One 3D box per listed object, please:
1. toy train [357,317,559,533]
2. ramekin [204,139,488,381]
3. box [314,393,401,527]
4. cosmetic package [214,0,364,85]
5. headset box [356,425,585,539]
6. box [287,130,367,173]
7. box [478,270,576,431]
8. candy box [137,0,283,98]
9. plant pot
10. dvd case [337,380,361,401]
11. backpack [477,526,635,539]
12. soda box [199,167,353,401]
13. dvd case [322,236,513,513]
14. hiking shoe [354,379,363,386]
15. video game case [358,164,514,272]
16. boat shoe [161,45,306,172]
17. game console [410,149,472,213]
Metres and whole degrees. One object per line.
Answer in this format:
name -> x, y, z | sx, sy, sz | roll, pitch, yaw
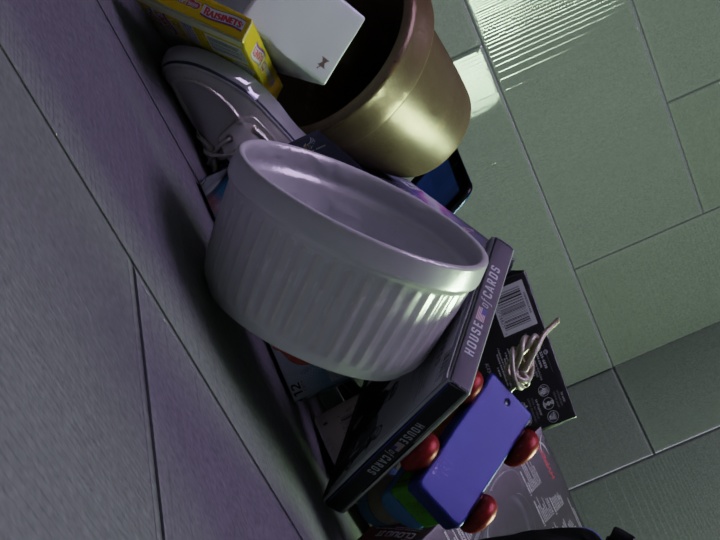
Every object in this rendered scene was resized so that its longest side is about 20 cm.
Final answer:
toy train -> 0.081, 0.122, 1.349 | 0.085, 0.116, 0.200 | 47, 55, -14
ramekin -> -0.018, -0.004, 1.229 | 0.200, 0.105, 0.200 | 23, 14, -6
box -> 0.034, 0.197, 1.481 | 0.200, 0.068, 0.082 | 62, 0, -43
cosmetic package -> -0.094, -0.230, 1.490 | 0.101, 0.071, 0.200 | 35, -5, -32
headset box -> 0.094, 0.242, 1.396 | 0.077, 0.200, 0.149 | -6, -64, 50
box -> 0.000, 0.000, 1.451 | 0.158, 0.051, 0.200 | 42, -27, 48
box -> 0.093, 0.087, 1.603 | 0.200, 0.124, 0.149 | 177, -107, -75
candy box -> -0.125, -0.194, 1.440 | 0.102, 0.026, 0.200 | 28, -6, 8
plant pot -> 0.013, -0.172, 1.591 | 0.175, 0.200, 0.201 | 37, 25, -44
dvd case -> 0.051, 0.188, 1.634 | 0.200, 0.016, 0.149 | 40, -18, 49
backpack -> 0.099, 0.285, 1.165 | 0.154, 0.200, 0.191 | -17, 91, -54
soda box -> -0.062, 0.005, 1.403 | 0.068, 0.063, 0.200 | -4, 70, -85
dvd case -> 0.042, 0.081, 1.294 | 0.025, 0.200, 0.151 | 31, 47, -11
hiking shoe -> 0.025, 0.067, 1.826 | 0.200, 0.100, 0.076 | 58, 11, -57
video game case -> 0.034, -0.057, 1.558 | 0.143, 0.019, 0.200 | 14, 15, -35
boat shoe -> -0.103, -0.112, 1.463 | 0.200, 0.071, 0.070 | 44, 56, -39
game console -> 0.013, -0.069, 1.742 | 0.200, 0.170, 0.119 | -100, -161, -72
